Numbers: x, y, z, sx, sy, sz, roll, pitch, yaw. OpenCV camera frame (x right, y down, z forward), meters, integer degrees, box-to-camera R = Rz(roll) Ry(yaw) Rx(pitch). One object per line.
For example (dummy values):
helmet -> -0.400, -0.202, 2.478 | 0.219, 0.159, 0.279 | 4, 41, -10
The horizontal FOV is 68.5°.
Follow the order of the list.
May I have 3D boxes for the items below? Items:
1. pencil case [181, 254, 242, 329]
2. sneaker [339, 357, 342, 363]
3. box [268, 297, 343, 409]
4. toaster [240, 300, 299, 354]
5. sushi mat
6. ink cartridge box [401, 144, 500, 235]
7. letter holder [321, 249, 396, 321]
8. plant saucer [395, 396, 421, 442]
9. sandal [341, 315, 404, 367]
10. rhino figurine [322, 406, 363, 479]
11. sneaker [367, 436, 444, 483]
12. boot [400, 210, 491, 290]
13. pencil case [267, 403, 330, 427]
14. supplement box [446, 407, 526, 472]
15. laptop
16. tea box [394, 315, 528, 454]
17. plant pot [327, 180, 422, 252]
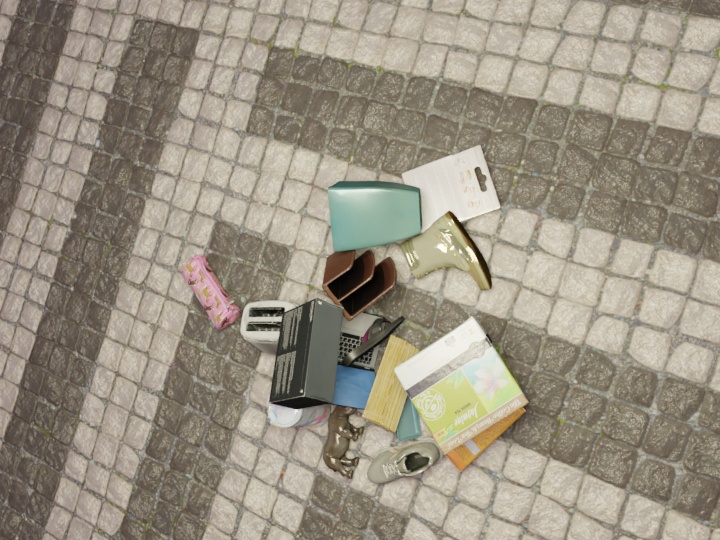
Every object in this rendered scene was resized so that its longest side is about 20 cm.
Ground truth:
pencil case -> -0.396, 0.056, 1.402 | 0.086, 0.083, 0.201 | -41, 74, 10
sneaker -> -0.061, 0.202, 1.296 | 0.089, 0.078, 0.204 | 12, 75, -18
box -> -0.113, 0.177, 1.109 | 0.140, 0.078, 0.203 | -26, 51, 49
toaster -> -0.208, 0.138, 1.300 | 0.196, 0.129, 0.116 | 0, 66, 17
sushi mat -> 0.074, 0.255, 1.205 | 0.095, 0.012, 0.203 | 31, 65, -19
ink cartridge box -> 0.213, -0.185, 1.255 | 0.197, 0.050, 0.164 | -18, 80, 12
letter holder -> 0.000, 0.000, 1.210 | 0.141, 0.200, 0.101 | -35, 106, 11
plant saucer -> 0.098, 0.290, 1.239 | 0.019, 0.069, 0.204 | -21, 75, 55
sandal -> 0.029, 0.146, 1.209 | 0.048, 0.199, 0.076 | 50, 141, 12
rhino figurine -> -0.040, 0.385, 1.271 | 0.086, 0.060, 0.204 | 8, 85, 20
sneaker -> 0.090, 0.438, 1.202 | 0.198, 0.092, 0.077 | -31, 77, 21
boot -> 0.199, -0.015, 1.225 | 0.154, 0.072, 0.202 | -32, 96, 23
pencil case -> -0.139, 0.324, 1.235 | 0.083, 0.200, 0.091 | 37, 90, 24
supplement box -> 0.274, 0.350, 1.172 | 0.069, 0.066, 0.200 | 44, 99, 16
laptop -> -0.021, 0.195, 1.205 | 0.185, 0.116, 0.204 | 16, 88, -25
tea box -> 0.208, 0.231, 1.097 | 0.199, 0.133, 0.198 | -35, 78, 10
plant pot -> 0.040, -0.130, 1.206 | 0.196, 0.141, 0.144 | -2, 105, 10
